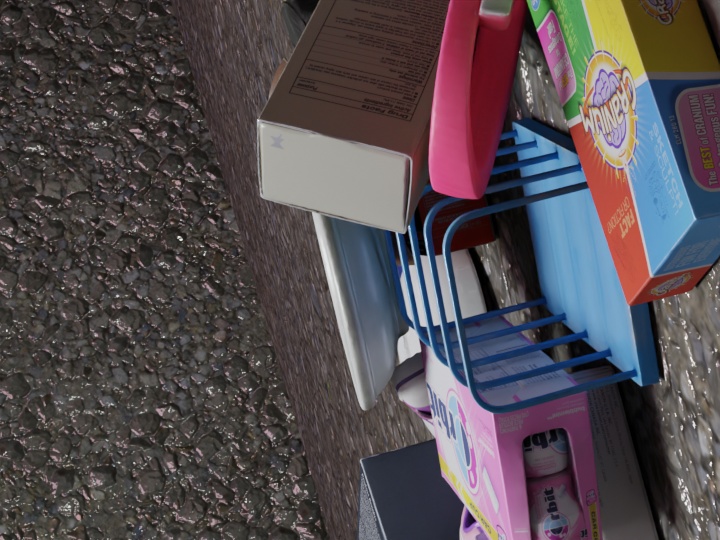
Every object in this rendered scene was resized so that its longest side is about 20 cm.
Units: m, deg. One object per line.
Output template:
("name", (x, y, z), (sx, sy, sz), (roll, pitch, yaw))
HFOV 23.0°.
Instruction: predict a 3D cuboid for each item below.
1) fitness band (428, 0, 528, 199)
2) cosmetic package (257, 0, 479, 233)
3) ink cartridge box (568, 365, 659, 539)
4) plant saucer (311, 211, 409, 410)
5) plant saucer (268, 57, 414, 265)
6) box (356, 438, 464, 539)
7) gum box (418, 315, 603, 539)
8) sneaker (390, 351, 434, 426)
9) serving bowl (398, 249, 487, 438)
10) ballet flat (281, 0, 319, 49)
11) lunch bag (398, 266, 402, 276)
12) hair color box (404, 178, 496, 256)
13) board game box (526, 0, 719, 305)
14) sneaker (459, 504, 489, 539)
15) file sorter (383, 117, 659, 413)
("fitness band", (0.075, -0.135, 1.073), (0.144, 0.037, 0.201), (93, -169, -46))
("cosmetic package", (0.013, -0.126, 1.144), (0.071, 0.104, 0.201), (92, -162, -48))
("ink cartridge box", (0.163, 0.173, 1.257), (0.176, 0.044, 0.201), (141, 115, -81))
("plant saucer", (0.000, 0.000, 1.301), (0.200, 0.050, 0.202), (166, 90, -89))
("plant saucer", (-0.020, -0.081, 1.448), (0.201, 0.034, 0.200), (57, -178, -3))
("box", (0.081, 0.229, 1.529), (0.200, 0.147, 0.108), (93, 161, -60))
("gum box", (0.102, 0.114, 1.199), (0.200, 0.066, 0.114), (-132, 31, -71))
("sneaker", (0.099, 0.127, 1.364), (0.200, 0.072, 0.115), (30, -147, -54))
("serving bowl", (0.070, 0.070, 1.574), (0.200, 0.065, 0.202), (170, 90, -84))
("ballet flat", (-0.001, -0.161, 1.297), (0.200, 0.057, 0.067), (39, 156, 51))
("lunch bag", (0.021, -0.078, 1.683), (0.161, 0.075, 0.201), (-118, 17, -49))
("hair color box", (0.052, -0.115, 1.460), (0.101, 0.061, 0.202), (-175, 72, -81))
("board game box", (0.147, -0.099, 0.947), (0.153, 0.040, 0.201), (104, 151, -72))
("sneaker", (0.113, 0.217, 1.269), (0.200, 0.080, 0.089), (-128, 37, -68))
("file sorter", (0.095, -0.006, 1.158), (0.200, 0.122, 0.140), (-131, 29, -72))
